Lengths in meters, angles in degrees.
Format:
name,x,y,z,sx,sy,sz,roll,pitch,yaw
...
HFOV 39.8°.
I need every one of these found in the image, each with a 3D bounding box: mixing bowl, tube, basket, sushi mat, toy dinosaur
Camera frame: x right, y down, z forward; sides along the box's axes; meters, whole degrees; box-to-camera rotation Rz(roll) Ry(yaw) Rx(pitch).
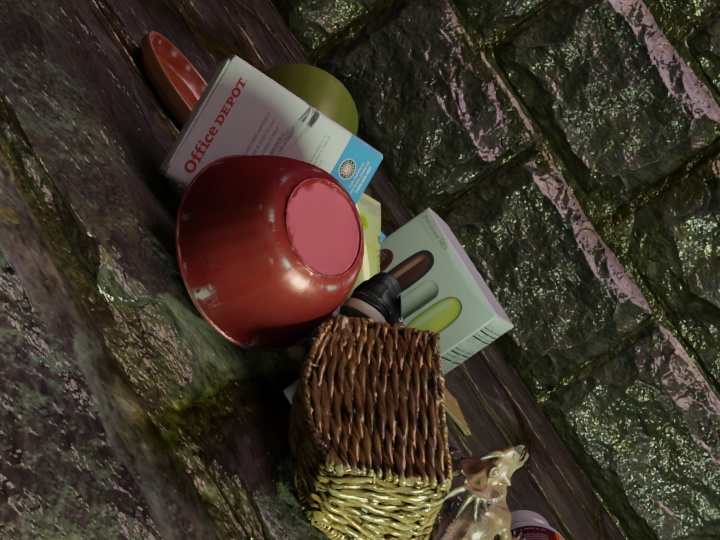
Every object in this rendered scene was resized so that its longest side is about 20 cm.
name,x,y,z,sx,sy,sz,roll,pitch,yaw
mixing bowl,-0.068,-0.030,0.966,0.199,0.108,0.203,15,68,-41
tube,0.000,0.000,1.210,0.058,0.051,0.203,119,-25,-71
basket,-0.001,0.163,0.939,0.141,0.150,0.201,9,40,-8
sushi mat,0.128,0.204,1.730,0.200,0.012,0.096,48,14,-36
toy dinosaur,0.114,0.278,1.071,0.085,0.202,0.136,17,-16,35

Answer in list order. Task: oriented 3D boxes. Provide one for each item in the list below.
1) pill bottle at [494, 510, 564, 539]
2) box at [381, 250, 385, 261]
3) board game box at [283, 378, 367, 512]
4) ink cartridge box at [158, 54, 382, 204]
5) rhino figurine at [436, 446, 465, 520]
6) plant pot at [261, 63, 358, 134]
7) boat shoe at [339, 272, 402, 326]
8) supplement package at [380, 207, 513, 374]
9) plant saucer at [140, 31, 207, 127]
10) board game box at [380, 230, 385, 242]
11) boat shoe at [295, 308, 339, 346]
name,x,y,z,sx,sy,sz,roll,pitch,yaw
pill bottle,0.219,0.391,1.255,0.113,0.112,0.200,53,10,-14
box,-0.058,-0.043,1.333,0.075,0.100,0.200,37,-5,42
board game box,0.008,0.193,1.092,0.201,0.041,0.200,57,9,5
ink cartridge box,-0.099,-0.118,1.090,0.199,0.148,0.086,32,-1,-18
rhino figurine,0.082,0.238,1.243,0.087,0.060,0.201,0,54,-55
plant pot,-0.101,-0.167,1.437,0.188,0.186,0.201,50,26,-29
boat shoe,0.015,0.057,1.078,0.074,0.066,0.200,28,-21,16
supplement package,0.084,0.053,1.456,0.192,0.199,0.147,57,10,17
plant saucer,-0.234,-0.234,1.357,0.201,0.032,0.201,54,10,-14
board game box,-0.066,-0.046,1.232,0.045,0.135,0.200,34,-6,40
boat shoe,-0.072,0.049,1.097,0.066,0.071,0.200,64,13,21
